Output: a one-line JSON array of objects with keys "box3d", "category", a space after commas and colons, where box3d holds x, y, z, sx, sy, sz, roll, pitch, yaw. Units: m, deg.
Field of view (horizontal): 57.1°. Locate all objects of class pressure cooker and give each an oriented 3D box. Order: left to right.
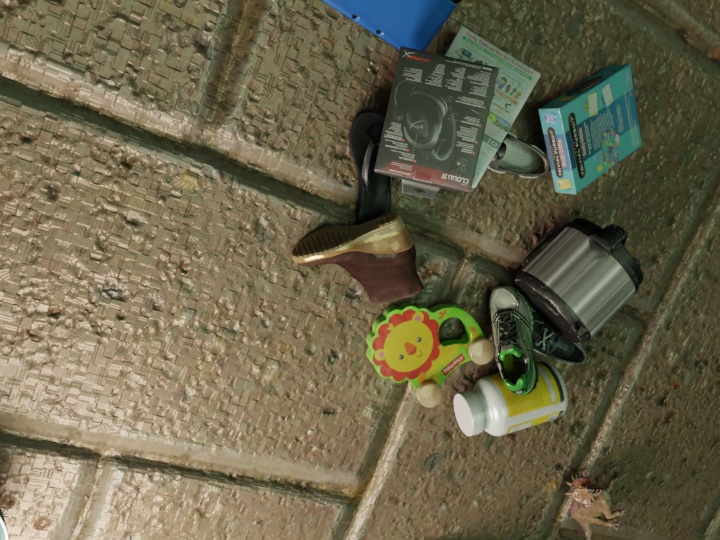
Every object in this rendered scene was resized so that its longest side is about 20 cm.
[{"box3d": [0.400, 0.007, 1.183, 0.200, 0.176, 0.179, -44, 110, -1], "category": "pressure cooker"}]

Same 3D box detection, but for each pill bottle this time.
[{"box3d": [0.284, 0.249, 1.262, 0.198, 0.112, 0.113, -12, 112, -16], "category": "pill bottle"}]

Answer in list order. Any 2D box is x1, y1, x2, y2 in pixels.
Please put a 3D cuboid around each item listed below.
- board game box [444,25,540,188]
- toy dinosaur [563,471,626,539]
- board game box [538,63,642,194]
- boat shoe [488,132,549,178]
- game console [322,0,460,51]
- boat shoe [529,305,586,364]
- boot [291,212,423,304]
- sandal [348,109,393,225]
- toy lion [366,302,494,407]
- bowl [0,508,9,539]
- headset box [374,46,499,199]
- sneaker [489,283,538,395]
[{"box3d": [0.167, -0.254, 1.045, 0.147, 0.064, 0.201, 31, 97, -1], "category": "board game box"}, {"box3d": [0.498, 0.513, 1.452, 0.134, 0.086, 0.202, 4, 123, -10], "category": "toy dinosaur"}, {"box3d": [0.400, -0.246, 1.141, 0.199, 0.047, 0.152, -33, 117, -26], "category": "board game box"}, {"box3d": [0.231, -0.202, 1.116, 0.198, 0.060, 0.075, 18, 103, -24], "category": "boat shoe"}, {"box3d": [0.055, -0.458, 0.989, 0.199, 0.118, 0.173, 24, 68, -26], "category": "game console"}, {"box3d": [0.352, 0.128, 1.268, 0.199, 0.068, 0.072, 31, 96, -23], "category": "boat shoe"}, {"box3d": [0.000, 0.000, 1.099, 0.198, 0.073, 0.167, -16, 128, 4], "category": "boot"}, {"box3d": [0.026, -0.157, 1.067, 0.075, 0.043, 0.202, -11, 111, -16], "category": "sandal"}, {"box3d": [0.116, 0.132, 1.195, 0.199, 0.069, 0.192, -37, 109, -5], "category": "toy lion"}, {"box3d": [-0.625, 0.381, 0.981, 0.198, 0.105, 0.203, -7, 110, -18], "category": "bowl"}, {"box3d": [0.108, -0.210, 0.983, 0.147, 0.077, 0.202, 12, 97, 3], "category": "headset box"}, {"box3d": [0.275, 0.121, 1.186, 0.077, 0.085, 0.202, -16, 76, 20], "category": "sneaker"}]
